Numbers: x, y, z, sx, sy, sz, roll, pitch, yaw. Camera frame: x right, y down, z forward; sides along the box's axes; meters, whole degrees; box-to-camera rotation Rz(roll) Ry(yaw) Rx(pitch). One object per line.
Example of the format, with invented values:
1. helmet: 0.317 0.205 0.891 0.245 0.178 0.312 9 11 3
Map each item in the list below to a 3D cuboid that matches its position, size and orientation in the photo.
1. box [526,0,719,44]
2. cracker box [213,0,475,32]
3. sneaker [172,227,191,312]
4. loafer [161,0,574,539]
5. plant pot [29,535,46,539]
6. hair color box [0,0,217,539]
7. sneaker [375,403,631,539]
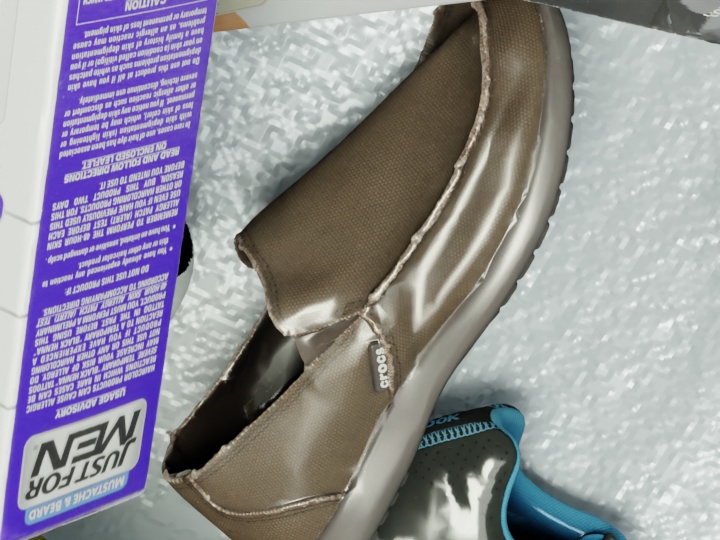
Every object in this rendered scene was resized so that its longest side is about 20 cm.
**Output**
1. box: 0.073 -0.137 0.694 0.157 0.050 0.200 11 148 -22
2. cracker box: 0.026 -0.145 0.816 0.199 0.058 0.135 -7 119 4
3. sneaker: -0.155 0.037 0.910 0.199 0.081 0.147 -2 134 -10
4. loafer: 0.000 0.000 0.867 0.071 0.073 0.201 20 103 -20
5. plant pot: -0.153 0.158 0.838 0.199 0.177 0.200 -26 147 12
6. hair color box: -0.099 -0.044 0.749 0.109 0.065 0.201 25 114 32
7. sneaker: 0.065 0.131 0.958 0.082 0.073 0.200 -31 114 18
